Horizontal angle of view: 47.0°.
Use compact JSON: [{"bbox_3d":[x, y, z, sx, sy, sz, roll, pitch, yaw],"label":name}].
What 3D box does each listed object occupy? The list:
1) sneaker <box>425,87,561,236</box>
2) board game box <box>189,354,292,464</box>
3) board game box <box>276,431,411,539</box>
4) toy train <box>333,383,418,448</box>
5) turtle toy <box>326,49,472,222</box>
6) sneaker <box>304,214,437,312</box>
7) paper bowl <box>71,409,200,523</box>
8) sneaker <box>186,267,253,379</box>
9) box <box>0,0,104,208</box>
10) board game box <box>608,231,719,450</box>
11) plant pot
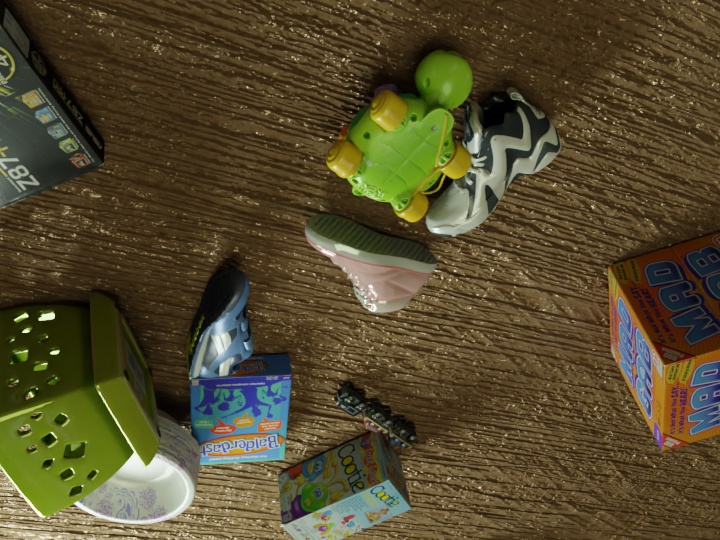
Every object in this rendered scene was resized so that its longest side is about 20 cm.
[{"bbox_3d":[0.137,-0.140,1.007,0.197,0.080,0.129,-35,128,17],"label":"sneaker"},{"bbox_3d":[-0.185,0.215,1.264,0.148,0.046,0.203,-2,132,-11],"label":"board game box"},{"bbox_3d":[-0.029,0.372,1.398,0.197,0.104,0.106,-25,132,10],"label":"board game box"},{"bbox_3d":[0.027,0.242,1.345,0.045,0.035,0.199,-35,129,22],"label":"toy train"},{"bbox_3d":[0.055,-0.162,0.953,0.144,0.102,0.200,30,118,-31],"label":"turtle toy"},{"bbox_3d":[0.000,0.000,1.098,0.197,0.076,0.106,15,121,-30],"label":"sneaker"},{"bbox_3d":[-0.337,0.279,1.233,0.195,0.106,0.204,0,134,0],"label":"paper bowl"},{"bbox_3d":[-0.179,0.073,1.126,0.080,0.075,0.201,10,135,-23],"label":"sneaker"},{"bbox_3d":[-0.388,-0.163,0.869,0.158,0.050,0.201,-19,140,5],"label":"box"},{"bbox_3d":[0.497,0.101,1.220,0.195,0.202,0.202,-17,132,2],"label":"board game box"},{"bbox_3d":[-0.371,0.160,1.077,0.178,0.201,0.203,-19,133,-5],"label":"plant pot"}]
